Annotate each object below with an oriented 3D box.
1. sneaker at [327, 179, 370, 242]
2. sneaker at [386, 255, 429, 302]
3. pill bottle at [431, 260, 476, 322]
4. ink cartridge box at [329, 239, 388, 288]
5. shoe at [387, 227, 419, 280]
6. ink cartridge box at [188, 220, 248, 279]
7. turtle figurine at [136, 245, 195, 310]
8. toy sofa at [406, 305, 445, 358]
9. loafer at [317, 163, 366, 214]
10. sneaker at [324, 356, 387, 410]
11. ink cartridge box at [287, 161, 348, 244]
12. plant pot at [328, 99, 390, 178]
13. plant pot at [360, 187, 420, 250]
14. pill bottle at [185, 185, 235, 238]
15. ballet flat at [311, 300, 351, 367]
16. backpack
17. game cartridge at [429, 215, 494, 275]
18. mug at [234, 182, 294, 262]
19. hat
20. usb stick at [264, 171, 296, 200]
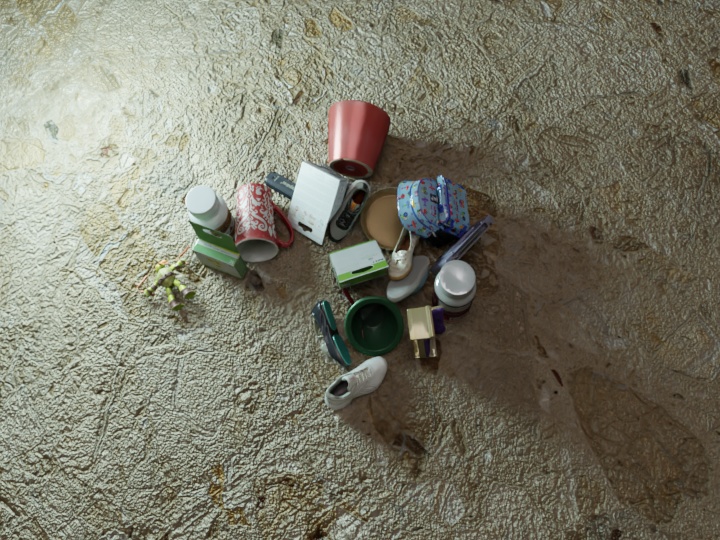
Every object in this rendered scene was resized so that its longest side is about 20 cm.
[{"bbox_3d":[-0.038,-0.174,1.739,0.073,0.080,0.203,28,102,-12],"label":"sneaker"},{"bbox_3d":[0.140,0.043,1.641,0.073,0.083,0.200,18,41,32],"label":"sneaker"},{"bbox_3d":[0.253,0.057,1.591,0.111,0.201,0.117,-1,67,3],"label":"pill bottle"},{"bbox_3d":[0.000,0.000,1.637,0.145,0.077,0.201,-17,26,-3],"label":"ink cartridge box"},{"bbox_3d":[0.116,-0.050,1.653,0.068,0.054,0.202,-4,38,24],"label":"shoe"},{"bbox_3d":[-0.412,-0.054,1.680,0.143,0.201,0.049,20,69,12],"label":"ink cartridge box"},{"bbox_3d":[-0.554,0.026,1.729,0.199,0.065,0.161,-40,71,-12],"label":"turtle figurine"},{"bbox_3d":[0.180,0.166,1.553,0.095,0.201,0.085,-7,66,6],"label":"toy sofa"},{"bbox_3d":[-0.058,-0.252,1.808,0.200,0.070,0.075,45,93,1],"label":"loafer"},{"bbox_3d":[-0.010,0.296,1.565,0.198,0.100,0.078,-36,70,-11],"label":"sneaker"},{"bbox_3d":[-0.132,-0.202,1.756,0.158,0.047,0.204,30,113,30],"label":"ink cartridge box"},{"bbox_3d":[-0.016,-0.394,1.811,0.195,0.201,0.182,8,78,7],"label":"plant pot"},{"bbox_3d":[0.097,-0.152,1.772,0.195,0.028,0.205,1,71,-3],"label":"plant pot"},{"bbox_3d":[-0.438,-0.160,1.724,0.111,0.201,0.117,-1,67,3],"label":"pill bottle"},{"bbox_3d":[-0.088,0.184,1.640,0.072,0.073,0.203,-21,74,-5],"label":"ballet flat"},{"bbox_3d":[0.201,-0.183,1.684,0.133,0.197,0.187,-23,57,44],"label":"backpack"},{"bbox_3d":[0.286,-0.071,1.678,0.200,0.129,0.039,-44,96,-18],"label":"game cartridge"},{"bbox_3d":[-0.302,-0.140,1.770,0.132,0.176,0.204,-27,58,32],"label":"mug"},{"bbox_3d":[0.028,0.116,1.679,0.162,0.176,0.204,-19,108,2],"label":"hat"},{"bbox_3d":[-0.212,-0.247,1.836,0.198,0.033,0.056,31,74,15],"label":"usb stick"}]
